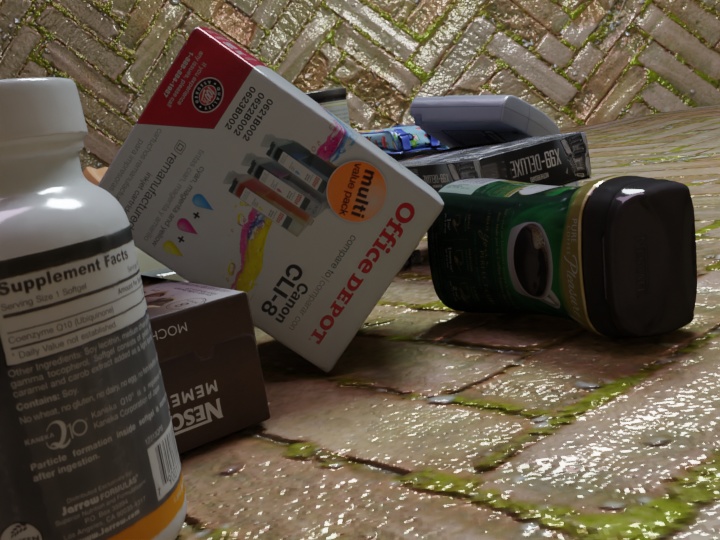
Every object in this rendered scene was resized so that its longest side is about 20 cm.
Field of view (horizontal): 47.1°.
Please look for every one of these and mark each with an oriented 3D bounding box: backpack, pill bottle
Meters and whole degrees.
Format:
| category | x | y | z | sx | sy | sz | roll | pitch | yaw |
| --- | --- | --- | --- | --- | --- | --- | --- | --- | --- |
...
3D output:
| category | x | y | z | sx | sy | sz | roll | pitch | yaw |
| --- | --- | --- | --- | --- | --- | --- | --- | --- | --- |
| backpack | 0.091 | -0.162 | 1.298 | 0.199 | 0.136 | 0.182 | -12 | 12 | -30 |
| pill bottle | -0.146 | 0.029 | 0.346 | 0.115 | 0.202 | 0.116 | -9 | 10 | 2 |

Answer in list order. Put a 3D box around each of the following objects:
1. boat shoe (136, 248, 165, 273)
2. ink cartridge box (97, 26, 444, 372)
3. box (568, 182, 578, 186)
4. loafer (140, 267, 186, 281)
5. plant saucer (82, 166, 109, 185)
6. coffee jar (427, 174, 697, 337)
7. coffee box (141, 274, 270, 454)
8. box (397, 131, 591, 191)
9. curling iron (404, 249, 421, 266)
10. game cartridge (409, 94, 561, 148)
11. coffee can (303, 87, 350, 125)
| category | x | y | z | sx | sy | sz | roll | pitch | yaw |
| --- | --- | --- | --- | --- | --- | --- | --- | --- | --- |
| boat shoe | -0.227 | -0.024 | 1.053 | 0.200 | 0.074 | 0.063 | -20 | -18 | -11 |
| ink cartridge box | -0.061 | -0.053 | 0.600 | 0.199 | 0.146 | 0.145 | 34 | 9 | -8 |
| box | 0.183 | -0.071 | 0.946 | 0.116 | 0.061 | 0.200 | -5 | 12 | 24 |
| loafer | -0.114 | 0.021 | 0.734 | 0.199 | 0.076 | 0.069 | -22 | 28 | -34 |
| plant saucer | -0.208 | -0.050 | 0.884 | 0.032 | 0.200 | 0.200 | -53 | 16 | -1 |
| coffee jar | 0.137 | -0.014 | 0.578 | 0.085 | 0.105 | 0.199 | -11 | 11 | -31 |
| coffee box | -0.156 | 0.057 | 0.526 | 0.112 | 0.081 | 0.199 | -15 | 12 | -32 |
| box | 0.114 | -0.102 | 0.871 | 0.157 | 0.050 | 0.199 | -19 | 13 | -35 |
| curling iron | 0.000 | 0.000 | 0.824 | 0.049 | 0.026 | 0.199 | -5 | 12 | 37 |
| game cartridge | 0.159 | -0.160 | 0.961 | 0.132 | 0.041 | 0.200 | 11 | -2 | 31 |
| coffee can | -0.076 | -0.141 | 1.146 | 0.145 | 0.202 | 0.146 | -9 | 10 | 2 |
